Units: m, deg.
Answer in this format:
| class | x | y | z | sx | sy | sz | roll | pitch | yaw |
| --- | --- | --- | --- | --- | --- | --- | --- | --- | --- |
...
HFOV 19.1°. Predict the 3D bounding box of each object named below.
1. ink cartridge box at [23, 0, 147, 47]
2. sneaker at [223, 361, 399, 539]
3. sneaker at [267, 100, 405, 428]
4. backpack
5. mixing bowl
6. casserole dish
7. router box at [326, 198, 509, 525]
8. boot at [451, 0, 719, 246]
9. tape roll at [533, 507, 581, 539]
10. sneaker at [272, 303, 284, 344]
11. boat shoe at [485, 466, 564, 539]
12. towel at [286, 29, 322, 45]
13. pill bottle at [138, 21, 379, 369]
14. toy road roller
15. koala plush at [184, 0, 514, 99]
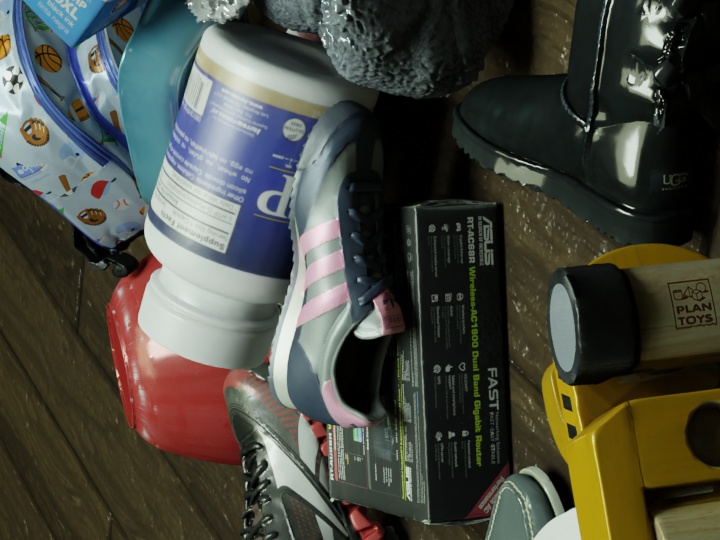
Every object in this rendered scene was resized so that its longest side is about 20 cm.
| class | x | y | z | sx | sy | sz | roll | pitch | yaw |
| --- | --- | --- | --- | --- | --- | --- | --- | --- | --- |
| ink cartridge box | -0.122 | -0.250 | 1.320 | 0.084 | 0.145 | 0.200 | 45 | 128 | 1 |
| sneaker | -0.050 | 0.155 | 1.461 | 0.202 | 0.097 | 0.071 | 61 | 151 | 7 |
| sneaker | 0.000 | 0.000 | 1.308 | 0.082 | 0.070 | 0.202 | 22 | 113 | 40 |
| backpack | -0.203 | -0.128 | 1.550 | 0.154 | 0.190 | 0.201 | -36 | 49 | 25 |
| mixing bowl | -0.129 | 0.061 | 1.611 | 0.200 | 0.107 | 0.202 | 169 | 90 | -78 |
| casserole dish | -0.109 | -0.119 | 1.434 | 0.039 | 0.122 | 0.201 | 25 | 151 | 17 |
| router box | 0.032 | 0.055 | 1.375 | 0.150 | 0.062 | 0.202 | 3 | 96 | 64 |
| boot | 0.126 | -0.118 | 1.143 | 0.198 | 0.073 | 0.164 | 36 | 128 | 50 |
| tape roll | 0.153 | 0.223 | 1.128 | 0.202 | 0.070 | 0.205 | 15 | 107 | 63 |
| sneaker | -0.037 | -0.016 | 1.506 | 0.091 | 0.077 | 0.201 | -54 | 47 | 48 |
| boat shoe | 0.084 | 0.216 | 1.284 | 0.073 | 0.061 | 0.202 | -146 | 56 | -59 |
| towel | -0.066 | -0.095 | 1.509 | 0.201 | 0.023 | 0.144 | -56 | 26 | 23 |
| pill bottle | -0.072 | -0.046 | 1.376 | 0.120 | 0.119 | 0.202 | 45 | 121 | 55 |
| toy road roller | 0.155 | 0.086 | 1.060 | 0.146 | 0.122 | 0.202 | 121 | 141 | -72 |
| koala plush | -0.011 | -0.193 | 1.310 | 0.199 | 0.176 | 0.186 | 4 | 109 | 57 |
